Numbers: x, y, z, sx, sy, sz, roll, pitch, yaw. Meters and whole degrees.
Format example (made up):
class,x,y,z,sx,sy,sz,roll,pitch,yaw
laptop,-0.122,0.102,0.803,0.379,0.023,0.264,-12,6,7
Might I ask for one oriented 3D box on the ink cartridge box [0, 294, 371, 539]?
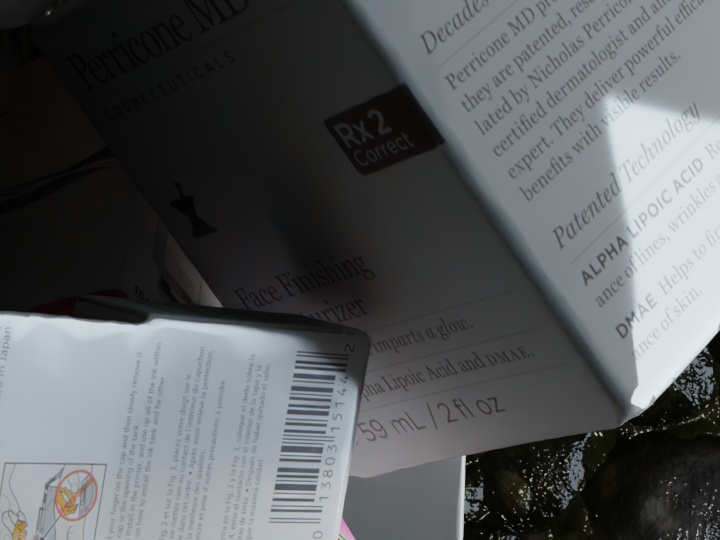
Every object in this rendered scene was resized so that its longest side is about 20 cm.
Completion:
class,x,y,z,sx,sy,sz,roll,pitch,yaw
ink cartridge box,-0.088,0.108,0.776,0.045,0.176,0.200,14,-84,48

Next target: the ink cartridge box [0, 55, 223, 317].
class,x,y,z,sx,sy,sz,roll,pitch,yaw
ink cartridge box,-0.082,0.026,0.922,0.147,0.083,0.200,56,24,-37

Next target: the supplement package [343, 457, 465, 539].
class,x,y,z,sx,sy,sz,roll,pitch,yaw
supplement package,-0.037,0.085,1.408,0.200,0.191,0.147,90,1,-50

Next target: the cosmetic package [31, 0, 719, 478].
class,x,y,z,sx,sy,sz,roll,pitch,yaw
cosmetic package,0.033,-0.063,0.852,0.200,0.165,0.165,54,-34,-12

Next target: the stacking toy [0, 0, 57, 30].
class,x,y,z,sx,sy,sz,roll,pitch,yaw
stacking toy,-0.095,-0.158,0.902,0.146,0.146,0.200,89,18,-51

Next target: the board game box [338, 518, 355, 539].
class,x,y,z,sx,sy,sz,roll,pitch,yaw
board game box,-0.057,0.160,0.953,0.153,0.040,0.200,-46,-159,3
